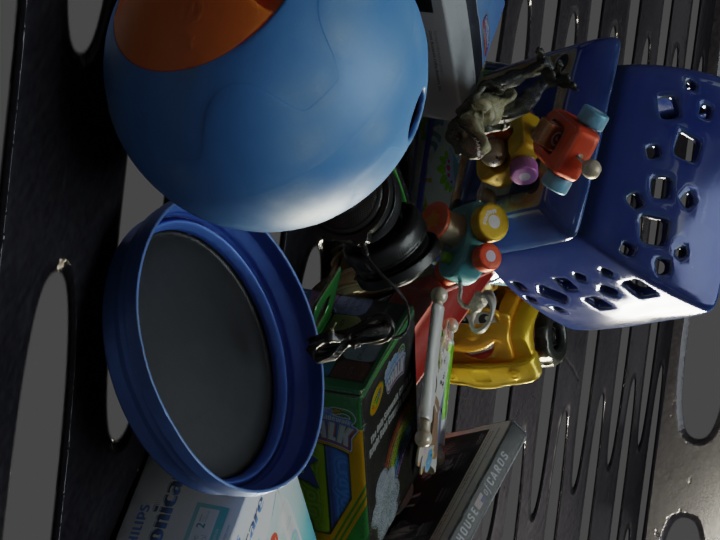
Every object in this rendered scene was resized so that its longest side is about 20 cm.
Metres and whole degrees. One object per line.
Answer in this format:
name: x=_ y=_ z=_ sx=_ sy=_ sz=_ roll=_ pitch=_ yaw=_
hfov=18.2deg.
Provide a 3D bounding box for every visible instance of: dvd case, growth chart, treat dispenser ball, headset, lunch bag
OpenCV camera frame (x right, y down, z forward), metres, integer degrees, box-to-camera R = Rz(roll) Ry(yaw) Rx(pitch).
dvd case: x=0.040 y=0.201 z=1.869 sx=0.025 sy=0.199 sz=0.151 roll=44 pitch=57 yaw=-21
growth chart: x=0.059 y=0.092 z=1.783 sx=0.200 sy=0.018 sz=0.146 roll=66 pitch=29 yaw=-78
treat dispenser ball: x=-0.058 y=-0.124 z=1.373 sx=0.201 sy=0.199 sz=0.203 roll=8 pitch=90 yaw=-73
headset: x=-0.004 y=-0.027 z=1.573 sx=0.124 sy=0.093 sz=0.201 roll=51 pitch=23 yaw=-45
lunch bag: x=0.111 y=-0.089 z=2.033 sx=0.082 sy=0.160 sz=0.202 roll=4 pitch=97 yaw=-35

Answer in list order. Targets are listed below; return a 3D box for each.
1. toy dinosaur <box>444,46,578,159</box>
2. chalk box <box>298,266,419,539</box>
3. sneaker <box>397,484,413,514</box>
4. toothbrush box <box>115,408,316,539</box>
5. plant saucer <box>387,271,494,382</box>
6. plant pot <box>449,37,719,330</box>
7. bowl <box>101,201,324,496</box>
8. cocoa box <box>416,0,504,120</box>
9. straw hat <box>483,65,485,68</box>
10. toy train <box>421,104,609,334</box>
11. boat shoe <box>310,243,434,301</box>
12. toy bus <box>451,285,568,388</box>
toy dinosaur: x=0.114 y=-0.133 z=1.702 sx=0.048 sy=0.088 sz=0.200 roll=60 pitch=18 yaw=-6
chalk box: x=-0.032 y=0.094 z=1.697 sx=0.125 sy=0.123 sz=0.201 roll=-56 pitch=149 yaw=-53
sneaker: x=-0.038 y=0.215 z=1.821 sx=0.200 sy=0.080 sz=0.077 roll=-32 pitch=97 yaw=-46
toothbrush box: x=-0.099 y=0.207 z=1.593 sx=0.201 sy=0.085 sz=0.147 roll=76 pitch=27 yaw=-48
plant saucer: x=0.024 y=0.077 z=1.898 sx=0.200 sy=0.037 sz=0.200 roll=-56 pitch=168 yaw=16
plant pot: x=0.190 y=-0.076 z=1.864 sx=0.179 sy=0.199 sz=0.202 roll=22 pitch=74 yaw=-28
bowl: x=-0.097 y=0.052 z=1.474 sx=0.200 sy=0.039 sz=0.202 roll=32 pitch=50 yaw=-47
cocoa box: x=0.025 y=-0.234 z=1.707 sx=0.201 sy=0.132 sz=0.132 roll=77 pitch=27 yaw=-50
straw hat: x=0.068 y=-0.204 z=1.945 sx=0.201 sy=0.084 sz=0.203 roll=9 pitch=90 yaw=-74
toy train: x=0.108 y=-0.059 z=1.738 sx=0.201 sy=0.055 sz=0.150 roll=-59 pitch=-155 yaw=17
boat shoe: x=0.000 y=0.000 z=1.874 sx=0.065 sy=0.071 sz=0.200 roll=63 pitch=20 yaw=4
toy bus: x=0.133 y=-0.012 z=2.200 sx=0.201 sy=0.135 sz=0.193 roll=-62 pitch=141 yaw=-42
